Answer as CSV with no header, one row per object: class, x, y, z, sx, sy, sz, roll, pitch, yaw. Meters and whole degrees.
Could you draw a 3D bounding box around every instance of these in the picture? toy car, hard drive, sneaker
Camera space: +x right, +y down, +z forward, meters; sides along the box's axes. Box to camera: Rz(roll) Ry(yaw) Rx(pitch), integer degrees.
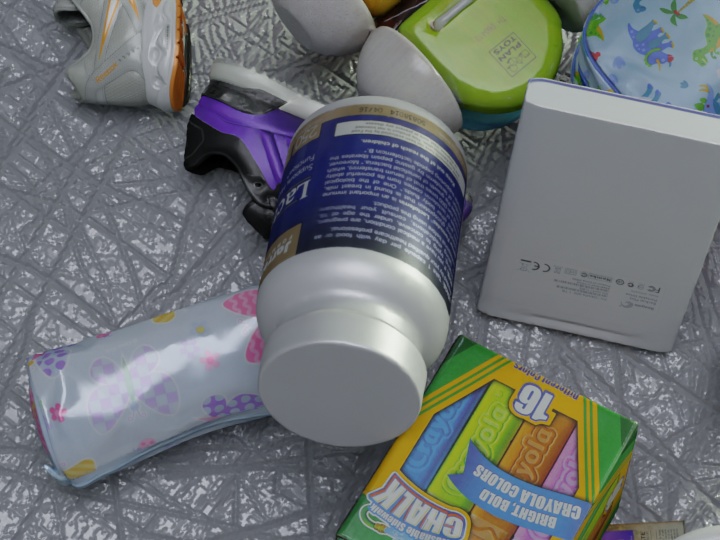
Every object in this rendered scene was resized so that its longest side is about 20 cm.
toy car,0.051,-0.172,1.321,0.175,0.150,0.200,-40,72,-11
hard drive,0.152,-0.030,1.248,0.132,0.200,0.025,12,50,3
sneaker,-0.165,-0.204,1.369,0.092,0.076,0.200,-3,70,2
sneaker,-0.028,-0.057,1.327,0.200,0.070,0.100,25,80,9

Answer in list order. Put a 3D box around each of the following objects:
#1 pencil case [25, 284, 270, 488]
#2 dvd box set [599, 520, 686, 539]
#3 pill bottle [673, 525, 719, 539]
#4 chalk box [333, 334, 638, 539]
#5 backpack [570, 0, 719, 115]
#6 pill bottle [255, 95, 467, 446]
pencil case,-0.111,0.070,1.268,0.200,0.083,0.091,-17,90,-7
dvd box set,0.109,0.233,1.241,0.200,0.029,0.146,-3,70,-3
pill bottle,0.191,0.221,1.126,0.120,0.200,0.120,1,70,-2
chalk box,0.062,0.166,1.177,0.124,0.125,0.200,26,63,14
backpack,0.225,-0.147,1.256,0.200,0.154,0.163,-37,82,20
pill bottle,0.000,0.000,1.192,0.116,0.116,0.200,8,46,1
